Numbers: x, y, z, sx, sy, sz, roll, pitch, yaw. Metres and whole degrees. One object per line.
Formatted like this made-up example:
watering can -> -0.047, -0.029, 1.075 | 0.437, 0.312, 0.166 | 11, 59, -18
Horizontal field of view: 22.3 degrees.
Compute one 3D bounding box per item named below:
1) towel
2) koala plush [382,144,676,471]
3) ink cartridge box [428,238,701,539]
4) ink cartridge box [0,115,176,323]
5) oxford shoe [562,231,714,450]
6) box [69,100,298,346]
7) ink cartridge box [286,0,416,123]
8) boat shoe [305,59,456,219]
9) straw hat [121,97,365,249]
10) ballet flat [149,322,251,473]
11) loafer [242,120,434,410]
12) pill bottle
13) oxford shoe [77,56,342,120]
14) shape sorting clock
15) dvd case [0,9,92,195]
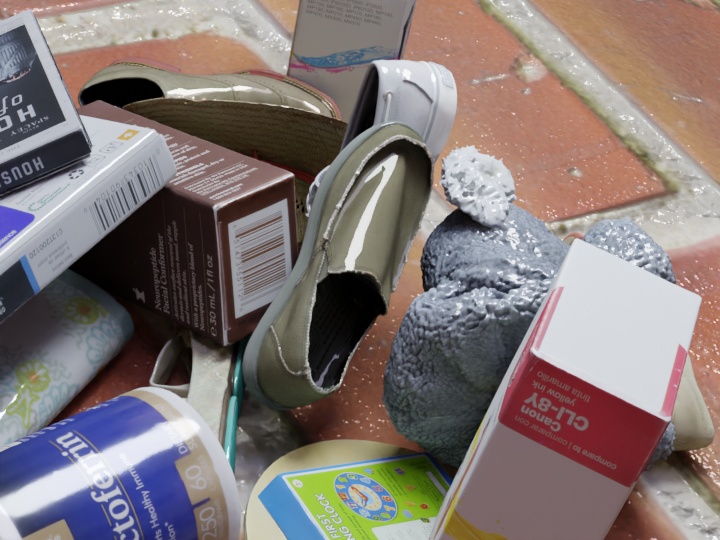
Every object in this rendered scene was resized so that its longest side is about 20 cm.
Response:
towel -> -0.268, 0.039, 1.158 | 0.199, 0.048, 0.171 | 26, 43, 13
koala plush -> 0.092, 0.021, 1.187 | 0.183, 0.178, 0.200 | -8, 36, -5
ink cartridge box -> 0.105, 0.106, 1.023 | 0.083, 0.201, 0.145 | 25, 30, 3
ink cartridge box -> -0.248, -0.033, 1.124 | 0.199, 0.044, 0.198 | 15, 47, 39
oxford shoe -> 0.185, 0.054, 1.287 | 0.074, 0.071, 0.201 | 17, 37, -32
box -> -0.132, -0.035, 1.204 | 0.075, 0.101, 0.199 | -25, 34, -38
ink cartridge box -> -0.003, -0.192, 1.402 | 0.085, 0.201, 0.148 | 15, 39, 0
boat shoe -> -0.001, -0.051, 1.226 | 0.068, 0.201, 0.072 | 10, 34, -27
straw hat -> -0.079, -0.052, 1.293 | 0.200, 0.201, 0.086 | 10, 77, -7
ballet flat -> -0.104, 0.089, 1.144 | 0.062, 0.068, 0.200 | 3, 29, 0
loafer -> 0.000, 0.000, 1.145 | 0.075, 0.201, 0.069 | 32, -13, -33
pill bottle -> -0.173, 0.149, 0.998 | 0.199, 0.116, 0.116 | -23, 52, -38
oxford shoe -> -0.114, -0.112, 1.351 | 0.199, 0.071, 0.075 | 7, 17, 16
shape sorting clock -> 0.024, 0.175, 1.092 | 0.199, 0.039, 0.200 | 20, 31, -12
dvd case -> -0.257, -0.093, 1.155 | 0.150, 0.025, 0.200 | -25, 33, -6
